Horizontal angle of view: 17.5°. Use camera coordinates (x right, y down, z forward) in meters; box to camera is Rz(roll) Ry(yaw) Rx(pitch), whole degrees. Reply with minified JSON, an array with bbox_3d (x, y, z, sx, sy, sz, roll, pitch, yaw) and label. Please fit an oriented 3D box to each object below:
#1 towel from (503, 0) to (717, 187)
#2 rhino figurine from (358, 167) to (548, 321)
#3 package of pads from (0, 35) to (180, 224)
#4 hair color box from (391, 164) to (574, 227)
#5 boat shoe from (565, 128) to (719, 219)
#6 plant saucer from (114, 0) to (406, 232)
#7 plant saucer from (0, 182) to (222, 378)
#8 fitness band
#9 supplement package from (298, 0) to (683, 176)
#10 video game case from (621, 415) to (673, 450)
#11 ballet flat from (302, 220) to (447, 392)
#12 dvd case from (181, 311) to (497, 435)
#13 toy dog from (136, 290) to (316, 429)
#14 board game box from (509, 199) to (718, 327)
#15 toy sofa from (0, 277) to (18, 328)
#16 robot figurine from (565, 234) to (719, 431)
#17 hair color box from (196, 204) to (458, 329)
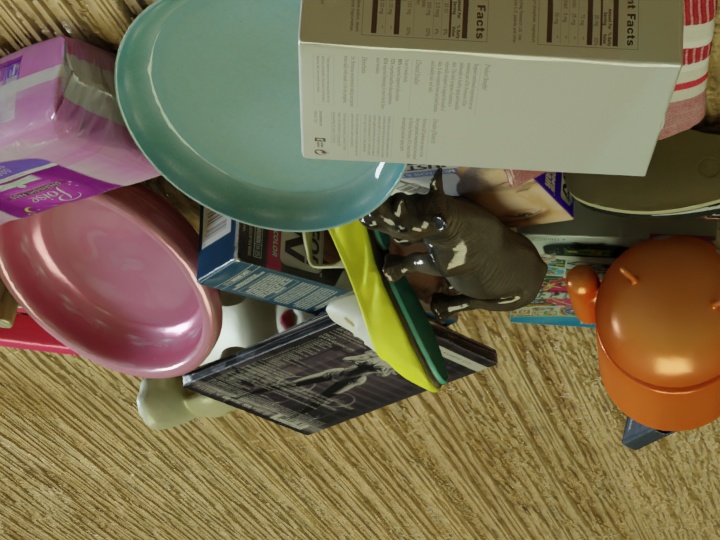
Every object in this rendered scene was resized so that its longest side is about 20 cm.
[{"bbox_3d":[0.154,-0.124,1.466,0.144,0.023,0.200,-19,155,-4],"label":"towel"},{"bbox_3d":[0.062,-0.020,1.615,0.087,0.060,0.200,-11,154,26],"label":"rhino figurine"},{"bbox_3d":[-0.225,-0.094,1.611,0.200,0.076,0.120,-14,153,40],"label":"package of pads"},{"bbox_3d":[0.064,-0.089,1.603,0.109,0.065,0.200,-7,160,25],"label":"hair color box"},{"bbox_3d":[0.244,-0.064,1.626,0.201,0.074,0.063,-7,151,14],"label":"boat shoe"},{"bbox_3d":[-0.061,-0.109,1.507,0.199,0.027,0.201,11,135,11],"label":"plant saucer"},{"bbox_3d":[-0.189,-0.005,1.790,0.200,0.051,0.201,20,140,17],"label":"plant saucer"},{"bbox_3d":[-0.283,0.037,2.054,0.199,0.038,0.144,9,162,-13],"label":"fitness band"},{"bbox_3d":[0.070,-0.153,1.289,0.199,0.151,0.152,3,160,0],"label":"supplement package"},{"bbox_3d":[0.275,0.053,1.848,0.019,0.143,0.200,23,155,-15],"label":"video game case"},{"bbox_3d":[0.000,0.000,1.676,0.067,0.201,0.067,-21,179,13],"label":"ballet flat"},{"bbox_3d":[-0.017,0.075,1.810,0.200,0.016,0.149,-22,148,35],"label":"dvd case"},{"bbox_3d":[-0.067,0.054,1.918,0.200,0.140,0.194,-13,161,36],"label":"toy dog"},{"bbox_3d":[0.190,-0.016,1.788,0.147,0.065,0.200,3,161,3],"label":"board game box"},{"bbox_3d":[-0.352,0.020,1.916,0.200,0.083,0.098,-12,143,37],"label":"toy sofa"},{"bbox_3d":[0.229,0.046,1.695,0.116,0.144,0.200,-26,157,-3],"label":"robot figurine"},{"bbox_3d":[-0.022,-0.021,1.749,0.200,0.100,0.060,15,154,-32],"label":"hair color box"}]
